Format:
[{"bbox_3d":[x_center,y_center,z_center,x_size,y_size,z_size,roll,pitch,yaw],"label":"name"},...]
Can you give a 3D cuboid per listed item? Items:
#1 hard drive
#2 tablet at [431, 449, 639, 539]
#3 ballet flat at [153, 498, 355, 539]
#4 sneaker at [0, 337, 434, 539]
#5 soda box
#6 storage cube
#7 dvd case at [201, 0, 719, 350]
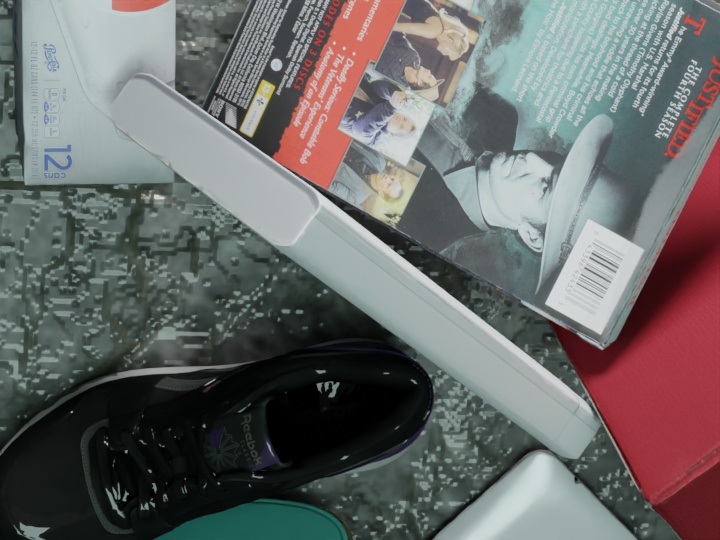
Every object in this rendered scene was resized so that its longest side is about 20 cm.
[{"bbox_3d":[0.000,0.000,1.069,0.027,0.132,0.200,-54,135,0],"label":"hard drive"},{"bbox_3d":[0.052,0.187,1.253,0.200,0.014,0.130,-43,112,7],"label":"tablet"},{"bbox_3d":[-0.099,0.148,1.193,0.199,0.071,0.065,-7,139,-4],"label":"ballet flat"},{"bbox_3d":[-0.066,0.070,1.137,0.199,0.088,0.076,-18,88,-6],"label":"sneaker"},{"bbox_3d":[-0.106,-0.137,1.070,0.063,0.068,0.201,-1,111,-10],"label":"soda box"},{"bbox_3d":[0.205,0.047,1.126,0.179,0.200,0.171,-37,122,7],"label":"storage cube"},{"bbox_3d":[0.047,-0.079,1.092,0.199,0.022,0.147,29,106,15],"label":"dvd case"}]
